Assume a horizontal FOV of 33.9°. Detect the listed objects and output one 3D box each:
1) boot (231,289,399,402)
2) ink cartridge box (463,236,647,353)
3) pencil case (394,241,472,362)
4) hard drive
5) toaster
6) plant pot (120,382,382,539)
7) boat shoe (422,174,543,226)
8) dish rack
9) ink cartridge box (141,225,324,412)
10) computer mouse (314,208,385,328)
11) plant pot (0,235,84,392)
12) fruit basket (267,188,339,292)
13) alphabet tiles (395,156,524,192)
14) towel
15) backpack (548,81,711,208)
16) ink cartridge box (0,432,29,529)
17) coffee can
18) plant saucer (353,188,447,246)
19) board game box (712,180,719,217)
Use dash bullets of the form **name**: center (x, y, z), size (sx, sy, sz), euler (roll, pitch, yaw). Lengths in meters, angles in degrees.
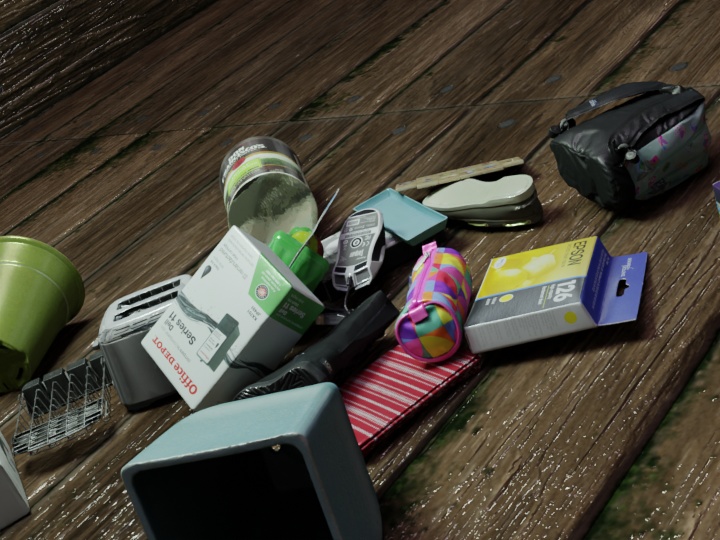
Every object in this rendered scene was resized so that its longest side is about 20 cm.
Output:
- **boot**: center (-0.055, 0.113, 1.479), size (0.164, 0.066, 0.200), euler (-27, 13, 38)
- **ink cartridge box**: center (0.237, 0.021, 1.421), size (0.197, 0.048, 0.198), euler (-16, 18, 23)
- **pencil case**: center (0.092, 0.038, 1.460), size (0.087, 0.089, 0.200), euler (-17, 18, 13)
- **hard drive**: center (0.014, -0.036, 1.756), size (0.198, 0.038, 0.140), euler (-28, 25, -8)
- **toaster**: center (-0.266, 0.095, 1.629), size (0.197, 0.131, 0.114), euler (-20, 25, 7)
- **plant pot**: center (-0.084, 0.216, 1.174), size (0.193, 0.199, 0.200), euler (-14, 17, 20)
- **boat shoe**: center (0.174, -0.093, 1.703), size (0.200, 0.061, 0.072), euler (-1, 40, 46)
- **dish rack**: center (-0.410, 0.194, 1.650), size (0.152, 0.055, 0.201), euler (-24, 27, 1)
- **ink cartridge box**: center (-0.164, 0.070, 1.499), size (0.201, 0.083, 0.146), euler (-51, 53, 5)
- **computer mouse**: center (0.000, 0.000, 1.641), size (0.108, 0.044, 0.202), euler (-10, 48, 31)
- **plant pot**: center (-0.554, 0.085, 1.867), size (0.197, 0.201, 0.191), euler (-15, 39, 17)
- **fruit basket**: center (-0.102, -0.008, 1.664), size (0.186, 0.093, 0.201), euler (-57, 9, 34)
- **alphabet tiles**: center (0.150, -0.148, 1.816), size (0.197, 0.006, 0.166), euler (-13, 7, 4)
- **towel**: center (0.033, 0.145, 1.399), size (0.199, 0.023, 0.144), euler (-34, 25, -25)
- **backpack**: center (0.378, -0.171, 1.605), size (0.198, 0.128, 0.167), euler (-29, 37, -15)
- **ink cartridge box**: center (-0.527, 0.278, 1.544), size (0.146, 0.084, 0.200), euler (-31, 26, -14)
- **coffee can**: center (-0.153, -0.121, 1.938), size (0.145, 0.148, 0.200), euler (-23, 25, -1)
- **plant saucer**: center (0.058, -0.078, 1.737), size (0.069, 0.019, 0.200), euler (-29, 26, -13)
- **board game box**: center (0.542, -0.093, 1.389), size (0.198, 0.057, 0.166), euler (-24, 26, -1)
